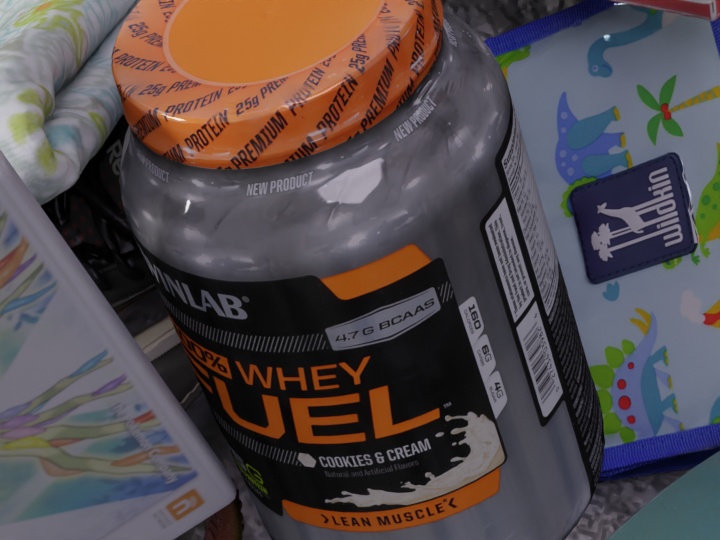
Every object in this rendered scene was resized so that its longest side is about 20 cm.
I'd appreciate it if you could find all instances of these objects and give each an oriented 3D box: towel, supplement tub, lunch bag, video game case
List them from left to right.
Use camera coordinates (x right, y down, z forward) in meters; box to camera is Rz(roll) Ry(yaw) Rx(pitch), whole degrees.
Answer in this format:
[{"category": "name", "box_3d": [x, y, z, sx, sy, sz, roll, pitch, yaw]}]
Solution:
[{"category": "video game case", "box_3d": [-0.144, 0.067, 0.626, 0.182, 0.200, 0.022, -33, 55, -4]}, {"category": "towel", "box_3d": [-0.151, -0.040, 0.690, 0.171, 0.200, 0.048, -25, 107, 15]}, {"category": "supplement tub", "box_3d": [0.000, 0.000, 0.674, 0.122, 0.201, 0.123, -13, 39, 10]}, {"category": "lunch bag", "box_3d": [0.148, -0.023, 0.770, 0.199, 0.127, 0.171, -12, 77, 8]}]

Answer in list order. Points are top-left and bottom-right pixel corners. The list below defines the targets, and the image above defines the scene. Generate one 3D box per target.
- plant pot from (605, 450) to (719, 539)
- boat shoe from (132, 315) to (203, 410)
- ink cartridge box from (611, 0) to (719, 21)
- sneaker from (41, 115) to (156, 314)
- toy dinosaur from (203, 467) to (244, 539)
[{"category": "plant pot", "box_3d": [0.141, 0.150, 0.679, 0.200, 0.201, 0.161, -37, 67, -14]}, {"category": "boat shoe", "box_3d": [-0.117, 0.084, 0.746, 0.200, 0.067, 0.057, -35, 99, -8]}, {"category": "ink cartridge box", "box_3d": [0.123, -0.178, 0.767, 0.144, 0.084, 0.200, 19, 45, 42]}, {"category": "sneaker", "box_3d": [-0.100, -0.013, 0.751, 0.200, 0.098, 0.071, -35, 88, -12]}, {"category": "toy dinosaur", "box_3d": [-0.059, 0.186, 0.727, 0.105, 0.200, 0.182, 36, 97, -30]}]
